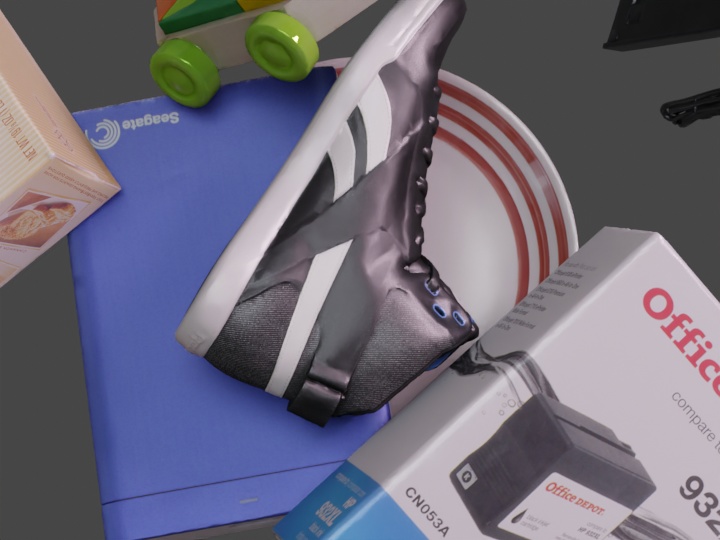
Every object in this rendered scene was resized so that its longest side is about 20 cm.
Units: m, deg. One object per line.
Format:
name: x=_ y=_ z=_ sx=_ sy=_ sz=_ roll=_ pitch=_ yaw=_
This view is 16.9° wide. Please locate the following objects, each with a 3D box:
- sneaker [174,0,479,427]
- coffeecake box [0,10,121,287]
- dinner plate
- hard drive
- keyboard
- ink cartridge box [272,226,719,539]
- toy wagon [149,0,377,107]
sneaker: x=0.017 y=-0.022 z=1.046 sx=0.112 sy=0.073 sz=0.200 roll=34 pitch=77 yaw=-4
coffeecake box: x=-0.235 y=-0.039 z=1.092 sx=0.200 sy=0.073 sz=0.154 roll=-39 pitch=70 yaw=9
dinner plate: x=0.000 y=0.000 z=1.104 sx=0.200 sy=0.024 sz=0.200 roll=-2 pitch=74 yaw=7
hard drive: x=-0.060 y=0.016 z=1.082 sx=0.132 sy=0.025 sz=0.200 roll=-10 pitch=74 yaw=4
keyboard: x=0.176 y=-0.115 z=1.045 sx=0.021 sy=0.200 sz=0.127 roll=26 pitch=75 yaw=-29
ink cartridge box: x=0.087 y=0.099 z=1.011 sx=0.200 sy=0.084 sz=0.145 roll=-42 pitch=98 yaw=-6
toy wagon: x=-0.008 y=-0.145 z=1.069 sx=0.040 sy=0.200 sz=0.155 roll=51 pitch=55 yaw=-24
